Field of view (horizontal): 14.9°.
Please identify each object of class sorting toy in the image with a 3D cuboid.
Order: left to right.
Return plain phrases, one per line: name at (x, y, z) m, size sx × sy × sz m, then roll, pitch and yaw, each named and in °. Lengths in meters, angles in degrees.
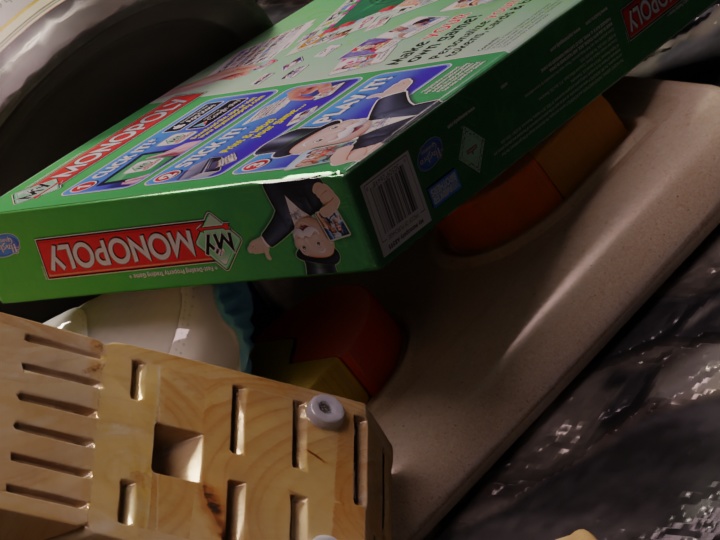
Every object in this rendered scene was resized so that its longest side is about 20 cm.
sorting toy at (0.000, 0.000, 0.808) m, size 0.185 × 0.037 × 0.200 m, roll -45°, pitch 28°, yaw -15°

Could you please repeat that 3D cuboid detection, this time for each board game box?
board game box at (0.002, -0.049, 0.782) m, size 0.134 × 0.029 × 0.200 m, roll -6°, pitch 21°, yaw 39°

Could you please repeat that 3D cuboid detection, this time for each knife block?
knife block at (-0.108, 0.091, 0.715) m, size 0.064 × 0.199 × 0.176 m, roll -89°, pitch 19°, yaw -44°

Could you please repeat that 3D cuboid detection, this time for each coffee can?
coffee can at (-0.144, -0.082, 0.891) m, size 0.146 × 0.147 × 0.200 m, roll -44°, pitch 63°, yaw -12°

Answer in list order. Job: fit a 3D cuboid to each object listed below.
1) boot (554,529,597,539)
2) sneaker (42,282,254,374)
boot at (-0.030, 0.115, 0.607) m, size 0.199 × 0.066 × 0.176 m, roll -30°, pitch 42°, yaw 0°
sneaker at (-0.112, 0.057, 0.772) m, size 0.200 × 0.081 × 0.077 m, roll -37°, pitch 37°, yaw 23°
